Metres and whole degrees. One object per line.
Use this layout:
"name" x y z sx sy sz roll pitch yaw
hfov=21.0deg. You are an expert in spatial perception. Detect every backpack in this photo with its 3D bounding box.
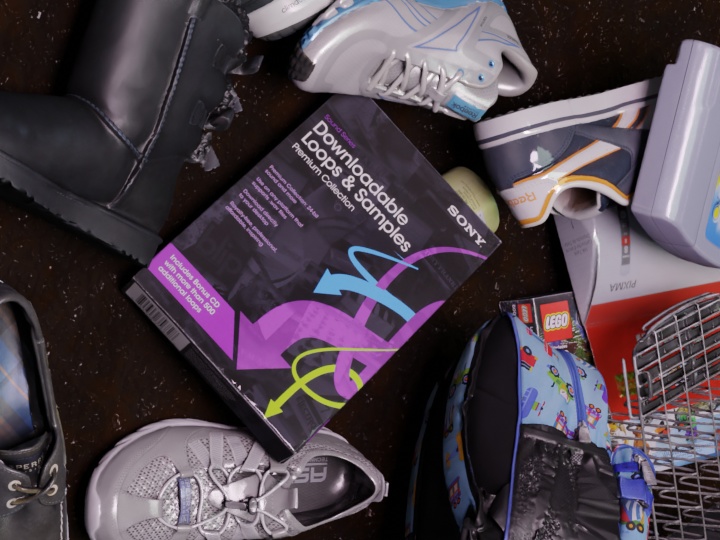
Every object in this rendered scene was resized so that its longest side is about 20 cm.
"backpack" 0.102 0.138 1.227 0.134 0.183 0.201 15 53 -13

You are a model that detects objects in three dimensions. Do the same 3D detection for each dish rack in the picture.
"dish rack" 0.215 0.119 1.305 0.153 0.054 0.201 -22 108 -47

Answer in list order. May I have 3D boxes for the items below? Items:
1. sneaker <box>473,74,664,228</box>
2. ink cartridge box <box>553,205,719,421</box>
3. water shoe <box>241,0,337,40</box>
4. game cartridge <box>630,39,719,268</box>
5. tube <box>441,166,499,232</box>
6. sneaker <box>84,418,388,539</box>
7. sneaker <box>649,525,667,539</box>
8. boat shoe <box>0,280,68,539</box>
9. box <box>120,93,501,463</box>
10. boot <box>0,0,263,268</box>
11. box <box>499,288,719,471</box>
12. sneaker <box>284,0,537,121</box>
"sneaker" 0.159 -0.079 1.270 0.199 0.078 0.080 -17 92 -36
"ink cartridge box" 0.216 -0.008 1.361 0.161 0.050 0.201 -9 78 -37
"water shoe" -0.010 -0.224 1.178 0.200 0.071 0.079 -47 112 -28
"game cartridge" 0.244 -0.068 1.297 0.200 0.040 0.134 11 96 -57
"tube" 0.000 0.000 1.236 0.200 0.058 0.052 -34 159 -27
"sneaker" -0.072 0.127 1.170 0.199 0.082 0.075 -9 102 -37
"sneaker" 0.152 0.196 1.352 0.199 0.090 0.070 10 90 -39
"boat shoe" -0.197 0.101 1.085 0.068 0.056 0.201 -20 108 -35
"box" -0.026 -0.003 1.183 0.143 0.036 0.200 47 64 -3
"boot" -0.151 -0.107 1.083 0.198 0.073 0.163 30 80 -44
"box" 0.192 0.076 1.386 0.199 0.038 0.138 -9 92 -37
"sneaker" 0.041 -0.128 1.194 0.199 0.075 0.087 -17 66 -44
